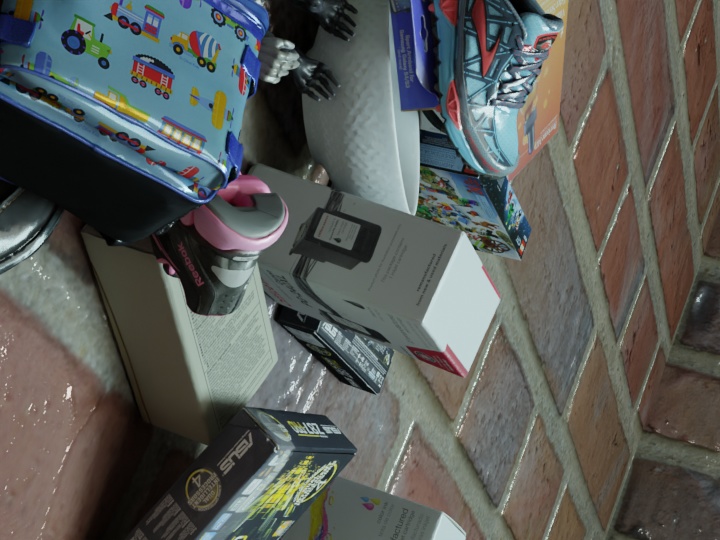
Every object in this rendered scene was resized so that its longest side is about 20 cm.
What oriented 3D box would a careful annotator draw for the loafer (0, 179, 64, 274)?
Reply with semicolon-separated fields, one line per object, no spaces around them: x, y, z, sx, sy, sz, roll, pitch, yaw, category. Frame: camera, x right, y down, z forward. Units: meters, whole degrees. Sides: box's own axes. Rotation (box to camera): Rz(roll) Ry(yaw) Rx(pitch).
-0.227;-0.029;0.740;0.201;0.072;0.073;-62;149;-29;loafer

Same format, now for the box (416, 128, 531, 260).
0.083;-0.077;1.300;0.038;0.136;0.200;-69;155;-15;box

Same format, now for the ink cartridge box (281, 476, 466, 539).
-0.027;0.265;1.187;0.147;0.199;0.083;-67;152;-17;ink cartridge box

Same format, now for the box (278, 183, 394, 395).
0.000;0.015;1.283;0.162;0.049;0.200;-67;155;-13;box

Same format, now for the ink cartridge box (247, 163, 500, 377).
0.000;0.000;1.093;0.084;0.199;0.145;-64;154;-12;ink cartridge box

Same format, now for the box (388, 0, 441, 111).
0.073;-0.200;1.088;0.200;0.041;0.120;-25;111;-59;box

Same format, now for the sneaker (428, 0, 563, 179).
0.108;-0.168;1.007;0.079;0.095;0.202;-31;116;-56;sneaker

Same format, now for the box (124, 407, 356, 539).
-0.108;0.196;1.037;0.200;0.049;0.161;-48;156;8;box

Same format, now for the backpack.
-0.141;-0.141;0.727;0.182;0.134;0.201;31;56;-32;backpack

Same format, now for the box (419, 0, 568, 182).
0.141;-0.218;1.382;0.152;0.106;0.201;-45;142;-48;box

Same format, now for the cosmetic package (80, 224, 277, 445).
-0.128;0.023;0.977;0.104;0.073;0.201;-53;148;-39;cosmetic package

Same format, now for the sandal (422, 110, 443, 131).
0.078;-0.173;1.217;0.075;0.201;0.048;10;134;-40;sandal

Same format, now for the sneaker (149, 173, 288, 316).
-0.120;-0.045;0.847;0.078;0.200;0.096;-5;128;-31;sneaker

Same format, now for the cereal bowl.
-0.001;-0.142;1.113;0.200;0.083;0.202;-3;90;-81;cereal bowl

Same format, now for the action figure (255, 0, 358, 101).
-0.066;-0.198;0.941;0.200;0.102;0.120;25;91;-59;action figure
